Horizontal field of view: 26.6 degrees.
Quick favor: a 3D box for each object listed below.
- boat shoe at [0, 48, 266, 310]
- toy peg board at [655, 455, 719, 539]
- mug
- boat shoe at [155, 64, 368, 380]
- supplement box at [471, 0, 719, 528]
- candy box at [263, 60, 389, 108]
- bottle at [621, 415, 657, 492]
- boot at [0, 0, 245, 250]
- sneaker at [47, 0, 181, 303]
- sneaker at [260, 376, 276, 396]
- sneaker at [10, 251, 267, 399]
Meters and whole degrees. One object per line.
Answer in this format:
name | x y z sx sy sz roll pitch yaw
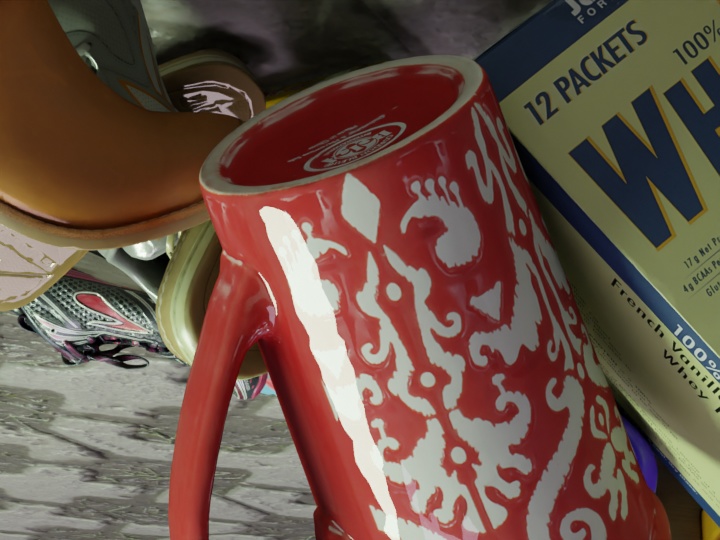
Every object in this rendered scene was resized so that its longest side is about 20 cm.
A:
boat shoe | -0.134 -0.058 0.766 0.199 0.069 0.074 -31 129 20
toy peg board | 0.249 0.138 0.728 0.199 0.200 0.098 5 150 -3
mug | 0.016 0.044 0.552 0.133 0.178 0.201 -2 119 37
boat shoe | -0.040 -0.021 0.652 0.063 0.201 0.073 -14 121 31
supplement box | 0.156 -0.011 0.626 0.134 0.200 0.200 -38 160 -7
candy box | 0.000 0.000 0.778 0.102 0.201 0.026 -9 -161 33
bottle | 0.105 0.105 0.758 0.083 0.065 0.200 33 174 16
boot | -0.129 -0.088 0.550 0.199 0.156 0.077 -5 -164 -15
sneaker | -0.104 -0.057 0.641 0.075 0.092 0.200 -29 143 2
sneaker | -0.001 0.061 1.072 0.199 0.080 0.096 10 157 -21
sneaker | -0.148 0.028 0.912 0.199 0.075 0.081 26 159 0
